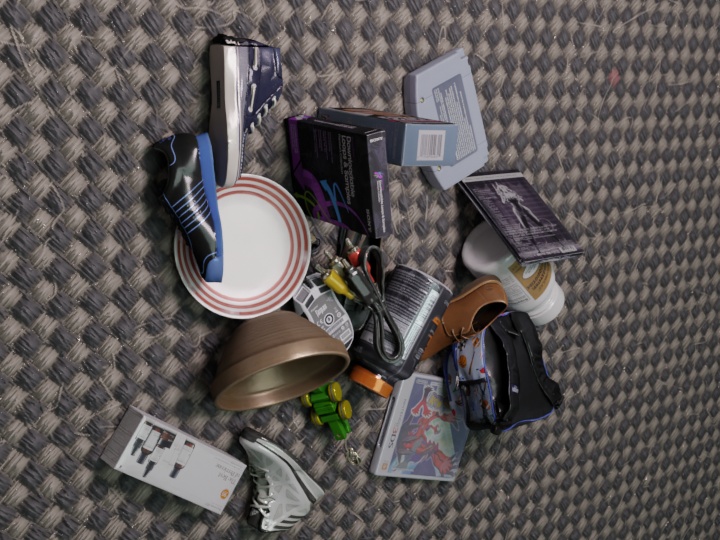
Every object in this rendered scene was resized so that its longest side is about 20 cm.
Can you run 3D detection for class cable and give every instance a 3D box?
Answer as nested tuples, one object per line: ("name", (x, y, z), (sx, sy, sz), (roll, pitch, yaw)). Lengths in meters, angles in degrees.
("cable", (0.016, 0.042, 1.482), (0.097, 0.050, 0.200), (-40, 112, -22))

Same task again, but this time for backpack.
("backpack", (0.236, 0.168, 1.684), (0.199, 0.154, 0.192), (-8, 93, -48))

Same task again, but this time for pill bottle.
("pill bottle", (0.057, 0.100, 1.558), (0.106, 0.106, 0.201), (35, 80, -40))
("pill bottle", (0.270, 0.007, 1.701), (0.200, 0.114, 0.115), (45, 74, -38))

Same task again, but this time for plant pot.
("plant pot", (-0.122, 0.120, 1.397), (0.200, 0.201, 0.093), (-2, 63, -39))

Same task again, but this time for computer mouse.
("computer mouse", (-0.075, 0.045, 1.478), (0.110, 0.044, 0.201), (-39, 118, -30))

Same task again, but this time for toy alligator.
("toy alligator", (-0.041, 0.221, 1.548), (0.054, 0.059, 0.201), (-78, 148, -52))

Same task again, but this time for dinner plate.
("dinner plate", (-0.164, -0.034, 1.370), (0.199, 0.024, 0.201), (-2, 94, -27))

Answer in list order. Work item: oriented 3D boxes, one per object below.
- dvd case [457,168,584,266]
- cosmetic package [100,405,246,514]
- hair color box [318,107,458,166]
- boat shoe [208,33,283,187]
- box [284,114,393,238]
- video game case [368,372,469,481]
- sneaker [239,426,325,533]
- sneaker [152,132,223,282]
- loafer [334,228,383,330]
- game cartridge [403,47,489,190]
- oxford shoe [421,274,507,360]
("dvd case", (0.263, -0.091, 1.632), (0.148, 0.200, 0.016), (-9, 144, -38))
("cosmetic package", (-0.258, 0.269, 1.382), (0.200, 0.051, 0.083), (36, 80, -40))
("hair color box", (0.034, -0.191, 1.395), (0.099, 0.200, 0.061), (-5, 106, -38))
("boat shoe", (-0.149, -0.212, 1.319), (0.092, 0.075, 0.201), (-5, 105, -31))
("box", (-0.032, -0.133, 1.357), (0.036, 0.200, 0.144), (-20, 114, -33))
("video game case", (0.116, 0.273, 1.709), (0.199, 0.023, 0.183), (14, 93, -41))
("sneaker", (-0.139, 0.328, 1.480), (0.116, 0.075, 0.201), (-52, 131, -18))
("sneaker", (-0.225, -0.079, 1.295), (0.077, 0.070, 0.201), (-8, 96, -11))
("loafer", (0.000, 0.000, 1.510), (0.072, 0.063, 0.201), (-6, 106, -38))
("game cartridge", (0.135, -0.238, 1.575), (0.133, 0.041, 0.201), (-30, 120, -25))
("oxford shoe", (0.156, 0.091, 1.617), (0.200, 0.071, 0.071), (-40, 128, 16))
